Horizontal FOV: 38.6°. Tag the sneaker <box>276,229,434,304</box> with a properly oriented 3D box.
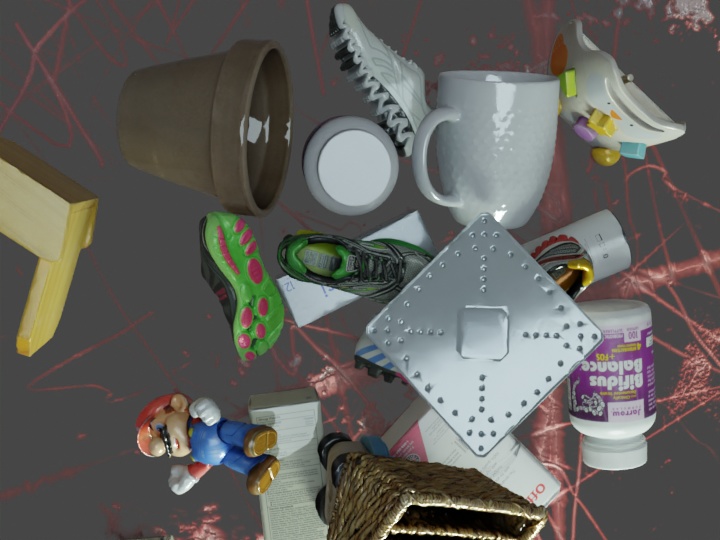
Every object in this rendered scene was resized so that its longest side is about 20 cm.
[{"bbox_3d":[0.000,0.000,1.211,0.196,0.085,0.080,6,94,-7],"label":"sneaker"}]

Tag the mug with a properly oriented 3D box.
[{"bbox_3d":[0.142,-0.142,1.233,0.198,0.147,0.179,-10,109,-35],"label":"mug"}]

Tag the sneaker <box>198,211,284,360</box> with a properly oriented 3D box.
[{"bbox_3d":[-0.150,0.016,1.272,0.076,0.083,0.203,-22,115,-24],"label":"sneaker"}]

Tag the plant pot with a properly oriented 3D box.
[{"bbox_3d":[-0.184,-0.168,1.201,0.171,0.200,0.204,5,96,11],"label":"plant pot"}]

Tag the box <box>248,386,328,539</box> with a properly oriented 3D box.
[{"bbox_3d":[-0.086,0.258,1.297,0.093,0.078,0.204,-5,97,-6],"label":"box"}]

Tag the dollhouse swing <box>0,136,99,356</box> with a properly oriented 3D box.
[{"bbox_3d":[-0.397,-0.033,1.170,0.180,0.200,0.177,33,93,-9],"label":"dollhouse swing"}]

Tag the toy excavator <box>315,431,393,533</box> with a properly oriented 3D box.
[{"bbox_3d":[0.049,0.296,1.237,0.196,0.100,0.198,2,98,-14],"label":"toy excavator"}]

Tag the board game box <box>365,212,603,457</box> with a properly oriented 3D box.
[{"bbox_3d":[0.140,0.073,1.179,0.200,0.026,0.200,-44,81,2],"label":"board game box"}]

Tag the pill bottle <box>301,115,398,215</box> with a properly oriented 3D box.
[{"bbox_3d":[-0.013,-0.124,1.200,0.109,0.200,0.114,-1,98,-5],"label":"pill bottle"}]

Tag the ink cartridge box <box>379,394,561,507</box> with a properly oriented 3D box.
[{"bbox_3d":[0.134,0.253,1.319,0.200,0.083,0.147,44,90,-8],"label":"ink cartridge box"}]

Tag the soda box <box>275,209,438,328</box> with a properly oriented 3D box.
[{"bbox_3d":[-0.005,-0.004,1.285,0.198,0.063,0.069,-27,97,-3],"label":"soda box"}]

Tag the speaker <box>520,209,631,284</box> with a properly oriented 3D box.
[{"bbox_3d":[0.237,-0.003,1.304,0.197,0.081,0.082,-23,98,-3],"label":"speaker"}]

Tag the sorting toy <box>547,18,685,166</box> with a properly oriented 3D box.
[{"bbox_3d":[0.312,-0.204,1.240,0.199,0.180,0.107,41,91,-8],"label":"sorting toy"}]

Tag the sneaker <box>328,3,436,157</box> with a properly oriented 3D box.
[{"bbox_3d":[0.029,-0.243,1.265,0.081,0.075,0.202,-35,107,-9],"label":"sneaker"}]

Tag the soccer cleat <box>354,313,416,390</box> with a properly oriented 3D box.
[{"bbox_3d":[0.076,0.105,1.258,0.070,0.198,0.088,32,78,-52],"label":"soccer cleat"}]

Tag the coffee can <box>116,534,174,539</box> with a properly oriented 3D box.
[{"bbox_3d":[-0.326,0.405,1.252,0.196,0.146,0.149,-3,97,-6],"label":"coffee can"}]

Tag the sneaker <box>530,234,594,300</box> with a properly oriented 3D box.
[{"bbox_3d":[0.195,0.043,1.225,0.078,0.082,0.200,40,98,-20],"label":"sneaker"}]

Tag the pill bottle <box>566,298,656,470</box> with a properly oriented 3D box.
[{"bbox_3d":[0.319,0.144,1.313,0.110,0.112,0.204,-6,96,-6],"label":"pill bottle"}]

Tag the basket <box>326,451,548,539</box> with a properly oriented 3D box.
[{"bbox_3d":[0.078,0.295,1.127,0.197,0.148,0.145,14,92,-29],"label":"basket"}]

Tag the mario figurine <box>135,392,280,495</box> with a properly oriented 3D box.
[{"bbox_3d":[-0.199,0.213,1.235,0.197,0.106,0.126,10,81,32],"label":"mario figurine"}]
